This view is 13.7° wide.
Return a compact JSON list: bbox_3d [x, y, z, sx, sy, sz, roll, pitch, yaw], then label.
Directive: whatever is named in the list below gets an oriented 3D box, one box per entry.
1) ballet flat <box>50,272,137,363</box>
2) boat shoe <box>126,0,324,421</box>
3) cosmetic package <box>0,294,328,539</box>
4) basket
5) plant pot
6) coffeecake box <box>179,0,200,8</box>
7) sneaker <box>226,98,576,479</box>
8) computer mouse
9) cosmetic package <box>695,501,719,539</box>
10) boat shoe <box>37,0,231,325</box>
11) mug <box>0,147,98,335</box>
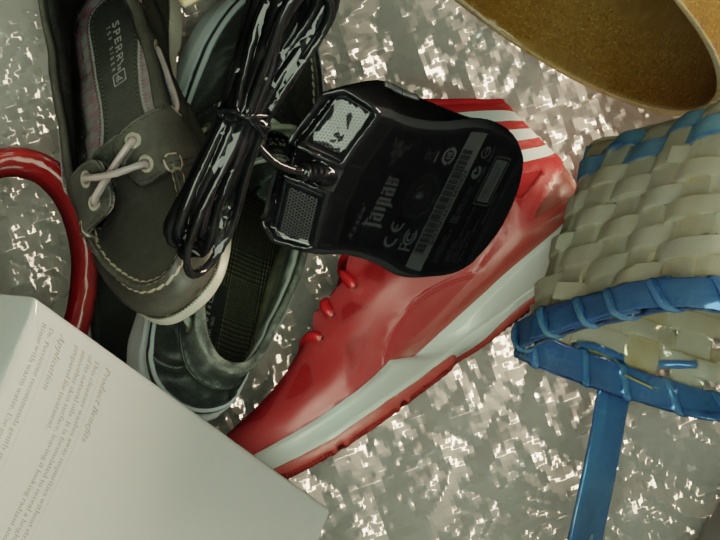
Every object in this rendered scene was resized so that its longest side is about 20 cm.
[{"bbox_3d":[-0.109,0.058,1.278,0.068,0.068,0.201,4,95,4],"label":"ballet flat"},{"bbox_3d":[-0.042,-0.033,1.232,0.072,0.071,0.201,21,62,-27],"label":"boat shoe"},{"bbox_3d":[-0.111,0.099,1.169,0.200,0.081,0.113,43,62,-44],"label":"cosmetic package"},{"bbox_3d":[0.145,0.039,1.195,0.139,0.176,0.201,21,75,-24],"label":"basket"},{"bbox_3d":[0.125,-0.197,1.223,0.186,0.186,0.200,38,79,-7],"label":"plant pot"},{"bbox_3d":[-0.077,-0.189,1.185,0.073,0.200,0.154,-29,97,0],"label":"coffeecake box"},{"bbox_3d":[0.000,0.000,1.284,0.200,0.078,0.116,-36,89,-12],"label":"sneaker"},{"bbox_3d":[0.001,-0.067,1.173,0.046,0.200,0.141,34,110,34],"label":"computer mouse"},{"bbox_3d":[0.188,0.140,1.286,0.085,0.108,0.200,31,95,-9],"label":"cosmetic package"},{"bbox_3d":[-0.100,-0.062,1.208,0.067,0.200,0.057,-35,133,21],"label":"boat shoe"},{"bbox_3d":[-0.198,0.039,1.211,0.177,0.133,0.201,-14,88,19],"label":"mug"}]
